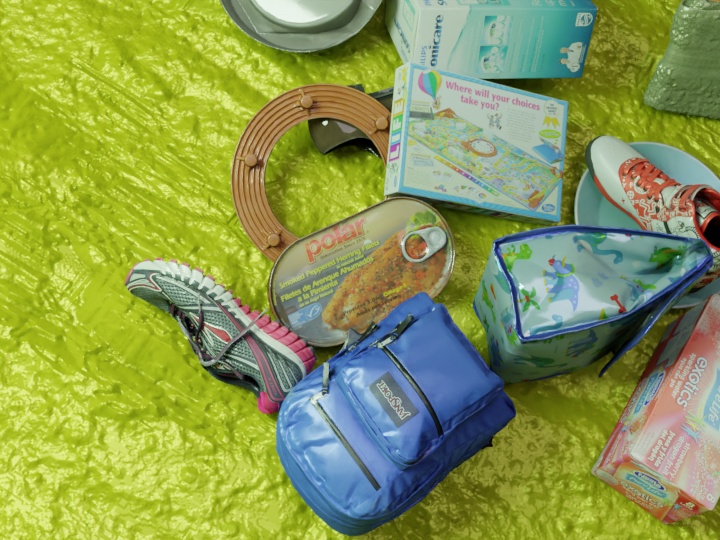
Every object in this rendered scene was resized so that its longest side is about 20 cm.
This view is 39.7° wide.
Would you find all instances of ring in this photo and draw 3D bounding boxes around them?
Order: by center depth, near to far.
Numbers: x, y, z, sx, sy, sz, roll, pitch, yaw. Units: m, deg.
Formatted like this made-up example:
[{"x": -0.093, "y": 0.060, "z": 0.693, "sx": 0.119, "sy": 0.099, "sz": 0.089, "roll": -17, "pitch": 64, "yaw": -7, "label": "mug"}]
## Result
[{"x": -0.034, "y": -0.092, "z": 1.024, "sx": 0.198, "sy": 0.019, "sz": 0.203, "roll": 0, "pitch": 92, "yaw": -13, "label": "ring"}]

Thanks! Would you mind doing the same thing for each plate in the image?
[{"x": 0.329, "y": -0.049, "z": 1.110, "sx": 0.198, "sy": 0.026, "sz": 0.202, "roll": 4, "pitch": 69, "yaw": -10, "label": "plate"}]

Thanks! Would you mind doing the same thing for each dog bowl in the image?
[{"x": -0.059, "y": -0.334, "z": 1.089, "sx": 0.198, "sy": 0.059, "sz": 0.202, "roll": 0, "pitch": 91, "yaw": 8, "label": "dog bowl"}]

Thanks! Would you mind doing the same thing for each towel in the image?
[{"x": 0.436, "y": -0.238, "z": 1.145, "sx": 0.198, "sy": 0.149, "sz": 0.037, "roll": 3, "pitch": 42, "yaw": -9, "label": "towel"}]

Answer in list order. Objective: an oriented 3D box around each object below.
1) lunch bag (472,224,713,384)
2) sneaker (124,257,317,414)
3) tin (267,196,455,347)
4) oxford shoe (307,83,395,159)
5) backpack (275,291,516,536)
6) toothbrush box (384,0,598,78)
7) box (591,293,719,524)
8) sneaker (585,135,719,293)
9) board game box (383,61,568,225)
[{"x": 0.223, "y": 0.031, "z": 0.970, "sx": 0.198, "sy": 0.170, "sz": 0.129, "roll": -12, "pitch": 72, "yaw": -6, "label": "lunch bag"}, {"x": -0.140, "y": 0.057, "z": 0.953, "sx": 0.199, "sy": 0.081, "sz": 0.075, "roll": 32, "pitch": 69, "yaw": 3, "label": "sneaker"}, {"x": 0.000, "y": 0.000, "z": 1.003, "sx": 0.199, "sy": 0.042, "sz": 0.113, "roll": -24, "pitch": 98, "yaw": -13, "label": "tin"}, {"x": 0.039, "y": -0.161, "z": 1.085, "sx": 0.198, "sy": 0.073, "sz": 0.085, "roll": -11, "pitch": 87, "yaw": -12, "label": "oxford shoe"}, {"x": 0.019, "y": 0.130, "z": 0.910, "sx": 0.199, "sy": 0.168, "sz": 0.163, "roll": -34, "pitch": 72, "yaw": -16, "label": "backpack"}, {"x": 0.137, "y": -0.281, "z": 1.101, "sx": 0.198, "sy": 0.086, "sz": 0.147, "roll": -3, "pitch": 39, "yaw": -10, "label": "toothbrush box"}, {"x": 0.329, "y": 0.138, "z": 0.996, "sx": 0.094, "sy": 0.103, "sz": 0.201, "roll": 34, "pitch": 66, "yaw": 4, "label": "box"}, {"x": 0.322, "y": -0.080, "z": 1.049, "sx": 0.067, "sy": 0.108, "sz": 0.202, "roll": -26, "pitch": 75, "yaw": -18, "label": "sneaker"}, {"x": 0.126, "y": -0.130, "z": 1.053, "sx": 0.198, "sy": 0.034, "sz": 0.136, "roll": 9, "pitch": 83, "yaw": -24, "label": "board game box"}]
